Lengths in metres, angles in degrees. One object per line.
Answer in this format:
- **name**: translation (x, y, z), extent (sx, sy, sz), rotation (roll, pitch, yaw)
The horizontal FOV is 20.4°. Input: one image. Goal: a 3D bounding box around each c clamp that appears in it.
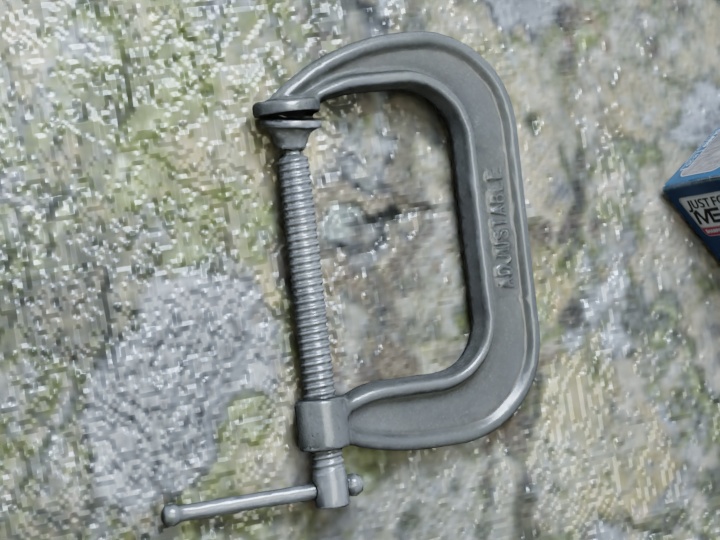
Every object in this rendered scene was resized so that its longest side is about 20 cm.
- **c clamp**: translation (0.000, 0.000, 0.824), extent (0.170, 0.027, 0.201), rotation (-1, 87, -23)

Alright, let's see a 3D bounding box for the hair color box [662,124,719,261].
- **hair color box**: translation (0.239, 0.001, 0.908), extent (0.100, 0.060, 0.200), rotation (-45, 104, -19)
